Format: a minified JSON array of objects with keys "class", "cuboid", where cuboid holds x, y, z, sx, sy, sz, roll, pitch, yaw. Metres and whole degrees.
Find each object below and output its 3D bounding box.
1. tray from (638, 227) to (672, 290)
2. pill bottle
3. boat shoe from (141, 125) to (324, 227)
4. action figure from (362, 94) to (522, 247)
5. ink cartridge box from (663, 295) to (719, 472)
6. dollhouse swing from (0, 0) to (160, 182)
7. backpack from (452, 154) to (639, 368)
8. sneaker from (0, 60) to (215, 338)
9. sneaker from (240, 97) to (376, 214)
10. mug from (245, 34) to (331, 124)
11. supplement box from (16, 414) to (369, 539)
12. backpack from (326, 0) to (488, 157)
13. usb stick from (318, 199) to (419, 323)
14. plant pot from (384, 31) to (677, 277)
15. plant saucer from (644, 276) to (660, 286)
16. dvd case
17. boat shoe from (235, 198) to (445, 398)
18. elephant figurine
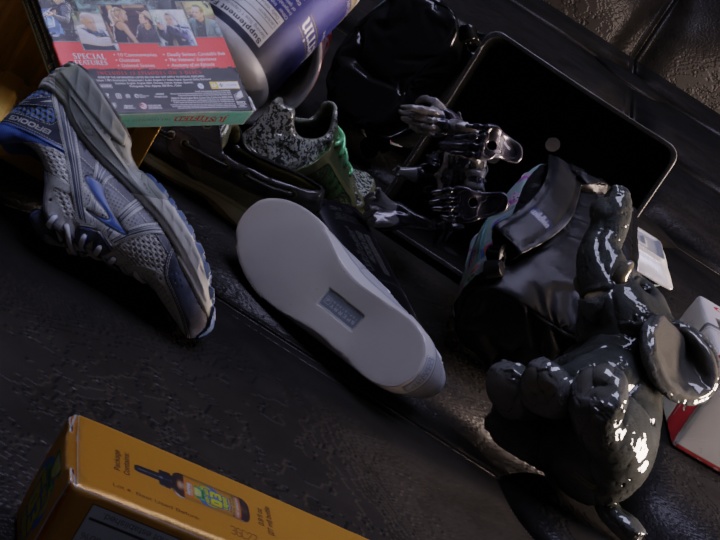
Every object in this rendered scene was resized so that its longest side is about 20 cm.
[{"class":"tray","cuboid":[0.240,-0.053,1.861,0.200,0.022,0.107,31,17,-5]},{"class":"pill bottle","cuboid":[-0.099,-0.204,1.498,0.116,0.200,0.116,34,-24,17]},{"class":"boat shoe","cuboid":[-0.115,-0.092,1.414,0.200,0.065,0.073,33,18,2]},{"class":"action figure","cuboid":[0.063,-0.083,1.479,0.102,0.119,0.200,16,-3,-12]},{"class":"ink cartridge box","cuboid":[0.352,0.119,1.622,0.146,0.083,0.200,30,19,-7]},{"class":"dollhouse swing","cuboid":[-0.221,-0.164,1.282,0.200,0.182,0.176,30,-2,-11]},{"class":"backpack","cuboid":[0.153,0.001,1.478,0.167,0.127,0.200,35,40,-16]},{"class":"sneaker","cuboid":[-0.168,-0.032,1.174,0.200,0.085,0.077,56,-12,6]},{"class":"sneaker","cuboid":[-0.033,-0.097,1.524,0.077,0.089,0.200,44,17,27]},{"class":"mug","cuboid":[-0.104,-0.235,1.694,0.178,0.133,0.200,47,13,-6]},{"class":"supplement box","cuboid":[-0.067,0.146,0.876,0.200,0.069,0.067,28,17,-19]},{"class":"backpack","cuboid":[0.051,-0.200,1.813,0.127,0.167,0.200,50,9,13]},{"class":"usb stick","cuboid":[0.000,0.000,1.424,0.055,0.033,0.200,17,23,-23]},{"class":"plant pot","cuboid":[0.154,-0.080,1.665,0.199,0.200,0.177,34,6,4]},{"class":"plant saucer","cuboid":[0.226,-0.031,1.876,0.201,0.039,0.201,29,18,-10]},{"class":"dvd case","cuboid":[-0.172,-0.189,1.294,0.146,0.022,0.200,-6,63,-36]},{"class":"boat shoe","cuboid":[-0.012,0.022,1.301,0.200,0.072,0.069,36,-5,30]},{"class":"elephant figurine","cuboid":[0.192,0.064,1.322,0.141,0.156,0.200,23,47,26]}]
